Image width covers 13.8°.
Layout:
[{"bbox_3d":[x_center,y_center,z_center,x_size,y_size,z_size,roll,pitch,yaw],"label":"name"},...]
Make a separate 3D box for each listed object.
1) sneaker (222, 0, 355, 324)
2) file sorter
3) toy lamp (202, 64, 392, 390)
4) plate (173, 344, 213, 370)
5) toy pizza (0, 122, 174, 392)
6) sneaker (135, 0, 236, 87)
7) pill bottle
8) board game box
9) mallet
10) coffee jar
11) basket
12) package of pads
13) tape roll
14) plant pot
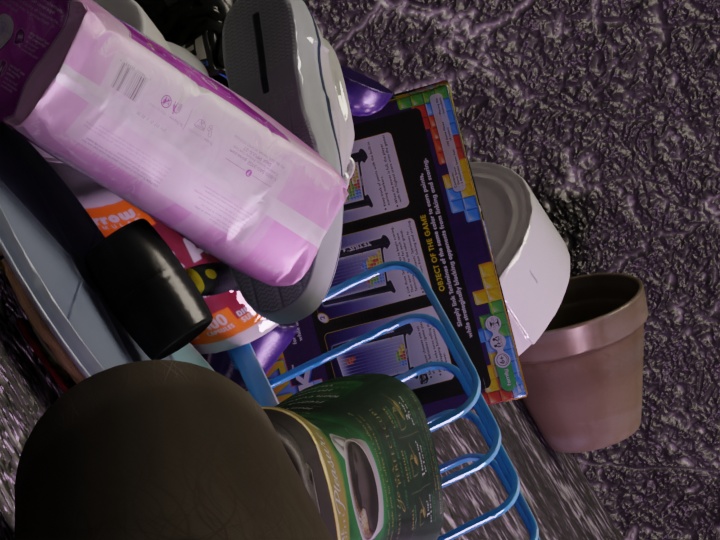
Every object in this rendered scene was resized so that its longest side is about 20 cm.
[{"bbox_3d":[-0.030,-0.058,1.611,0.071,0.073,0.201,33,47,-48],"label":"sneaker"},{"bbox_3d":[0.022,0.116,1.738,0.200,0.122,0.139,67,-3,-46],"label":"file sorter"},{"bbox_3d":[-0.042,-0.024,1.776,0.058,0.201,0.058,24,10,-4],"label":"toy lamp"},{"bbox_3d":[-0.071,0.117,1.612,0.201,0.026,0.200,58,6,-10],"label":"plate"},{"bbox_3d":[-0.148,0.009,1.467,0.201,0.032,0.200,56,7,-11],"label":"toy pizza"},{"bbox_3d":[-0.102,-0.160,1.754,0.200,0.073,0.112,49,23,-24],"label":"sneaker"},{"bbox_3d":[-0.113,-0.054,1.658,0.200,0.114,0.114,54,9,-42],"label":"pill bottle"},{"bbox_3d":[0.000,0.000,1.838,0.057,0.165,0.201,-77,153,-83],"label":"board game box"},{"bbox_3d":[-0.095,-0.002,1.540,0.066,0.041,0.200,54,10,-3],"label":"mallet"},{"bbox_3d":[-0.030,0.113,1.483,0.200,0.085,0.105,-10,88,-69],"label":"coffee jar"},{"bbox_3d":[-0.066,0.128,1.140,0.180,0.136,0.200,50,6,-26],"label":"basket"},{"bbox_3d":[-0.109,-0.075,1.484,0.200,0.076,0.120,32,1,-40],"label":"package of pads"},{"bbox_3d":[0.064,0.008,2.369,0.071,0.202,0.203,55,7,-33],"label":"tape roll"},{"bbox_3d":[0.264,0.117,3.592,0.200,0.199,0.174,-98,172,-74],"label":"plant pot"}]
